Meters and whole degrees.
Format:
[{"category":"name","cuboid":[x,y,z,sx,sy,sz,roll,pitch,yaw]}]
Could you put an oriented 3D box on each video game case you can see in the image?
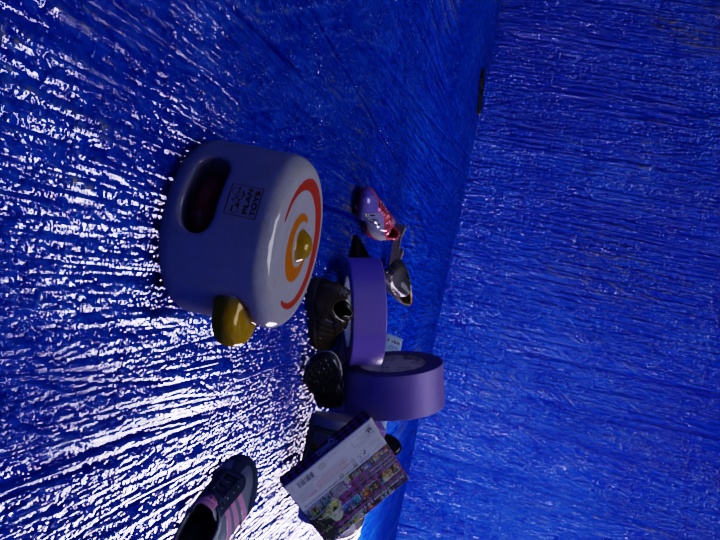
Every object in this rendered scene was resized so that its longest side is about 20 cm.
[{"category":"video game case","cuboid":[-0.026,0.381,1.478,0.199,0.036,0.183,-37,122,-10]}]

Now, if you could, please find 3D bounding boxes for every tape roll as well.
[{"category":"tape roll","cuboid":[0.064,0.219,1.557,0.200,0.196,0.087,-30,117,-74]},{"category":"tape roll","cuboid":[0.005,0.078,1.533,0.200,0.064,0.205,180,-90,-83]}]

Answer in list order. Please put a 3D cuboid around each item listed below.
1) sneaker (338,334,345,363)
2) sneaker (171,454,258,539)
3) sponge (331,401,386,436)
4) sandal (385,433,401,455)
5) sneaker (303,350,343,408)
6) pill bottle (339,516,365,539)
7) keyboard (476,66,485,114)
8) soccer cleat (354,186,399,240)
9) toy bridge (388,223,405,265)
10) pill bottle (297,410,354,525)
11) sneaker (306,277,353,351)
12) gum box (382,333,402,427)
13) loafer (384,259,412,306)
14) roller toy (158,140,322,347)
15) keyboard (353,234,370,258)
[{"category":"sneaker","cuboid":[-0.016,0.140,1.682,0.081,0.074,0.204,38,65,-55]},{"category":"sneaker","cuboid":[-0.182,0.303,1.032,0.201,0.069,0.083,-67,166,-49]},{"category":"sponge","cuboid":[-0.009,0.314,1.647,0.200,0.029,0.113,-125,-130,-59]},{"category":"sandal","cuboid":[-0.004,0.395,1.667,0.076,0.197,0.046,-98,163,-61]},{"category":"sneaker","cuboid":[-0.068,0.185,1.501,0.201,0.070,0.084,90,-1,-57]},{"category":"pill bottle","cuboid":[-0.045,0.510,1.751,0.202,0.112,0.115,88,18,-48]},{"category":"keyboard","cuboid":[0.497,-0.727,3.335,0.202,0.020,0.129,83,16,-54]},{"category":"soccer cleat","cuboid":[0.036,-0.113,1.638,0.200,0.075,0.068,69,35,-69]},{"category":"toy bridge","cuboid":[0.094,-0.031,2.095,0.202,0.027,0.068,89,18,-49]},{"category":"pill bottle","cuboid":[-0.062,0.384,1.560,0.113,0.110,0.204,21,80,-78]},{"category":"sneaker","cuboid":[-0.049,0.090,1.436,0.201,0.074,0.071,82,23,-56]},{"category":"gum box","cuboid":[0.016,0.247,1.742,0.169,0.044,0.204,-23,-129,63]},{"category":"loafer","cuboid":[0.102,0.031,2.038,0.073,0.072,0.200,-41,160,-4]},{"category":"roller toy","cuboid":[-0.117,-0.036,0.855,0.200,0.137,0.186,-54,152,-62]},{"category":"keyboard","cuboid":[0.000,0.000,1.715,0.200,0.039,0.106,55,25,-72]}]
